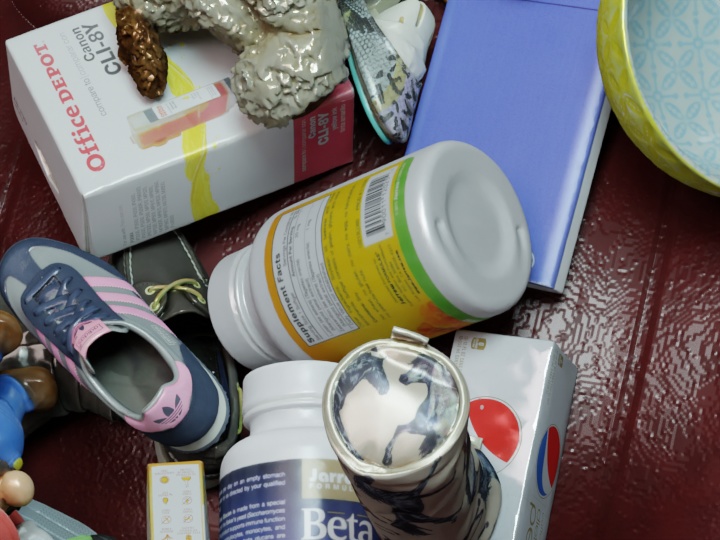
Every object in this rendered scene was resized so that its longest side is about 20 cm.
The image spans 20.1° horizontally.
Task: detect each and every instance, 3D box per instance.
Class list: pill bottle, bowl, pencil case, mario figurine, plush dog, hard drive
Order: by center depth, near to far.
[{"bbox_3d":[0.032,0.103,1.139,0.077,0.200,0.090,4,67,12],"label":"pencil case"},{"bbox_3d":[-0.033,0.163,1.264,0.110,0.111,0.201,-9,68,19],"label":"pill bottle"},{"bbox_3d":[0.219,-0.136,1.266,0.108,0.199,0.201,-14,56,65],"label":"bowl"},{"bbox_3d":[-0.225,0.114,1.276,0.106,0.123,0.201,-52,20,34],"label":"mario figurine"},{"bbox_3d":[0.000,0.000,1.293,0.199,0.111,0.112,-21,62,38],"label":"pill bottle"},{"bbox_3d":[-0.090,-0.202,1.313,0.171,0.161,0.201,-5,51,34],"label":"plush dog"},{"bbox_3d":[0.097,-0.096,1.337,0.131,0.025,0.201,12,84,31],"label":"hard drive"}]

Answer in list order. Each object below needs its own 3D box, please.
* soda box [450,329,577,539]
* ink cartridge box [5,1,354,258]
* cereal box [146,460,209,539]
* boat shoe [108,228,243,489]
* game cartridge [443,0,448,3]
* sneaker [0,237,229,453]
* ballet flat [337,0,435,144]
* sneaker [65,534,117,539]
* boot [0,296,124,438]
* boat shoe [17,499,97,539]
[{"bbox_3d":[0.079,0.142,1.255,0.068,0.064,0.201,6,74,23],"label":"soda box"},{"bbox_3d":[-0.123,-0.115,1.382,0.199,0.084,0.146,-22,62,-15],"label":"ink cartridge box"},{"bbox_3d":[-0.106,0.236,1.219,0.039,0.144,0.201,-2,48,-6],"label":"cereal box"},{"bbox_3d":[-0.119,0.042,1.361,0.071,0.061,0.202,-8,67,-22],"label":"boat shoe"},{"bbox_3d":[0.152,-0.229,1.388,0.200,0.032,0.176,-42,61,5],"label":"game cartridge"},{"bbox_3d":[-0.168,0.036,1.297,0.200,0.082,0.070,36,88,24],"label":"sneaker"},{"bbox_3d":[0.013,-0.175,1.386,0.072,0.072,0.201,-28,51,10],"label":"ballet flat"},{"bbox_3d":[-0.156,0.256,1.270,0.076,0.084,0.201,6,112,23],"label":"sneaker"},{"bbox_3d":[-0.219,0.092,1.398,0.130,0.068,0.201,5,74,18],"label":"boot"},{"bbox_3d":[-0.231,0.190,1.346,0.199,0.074,0.067,34,107,7],"label":"boat shoe"}]
